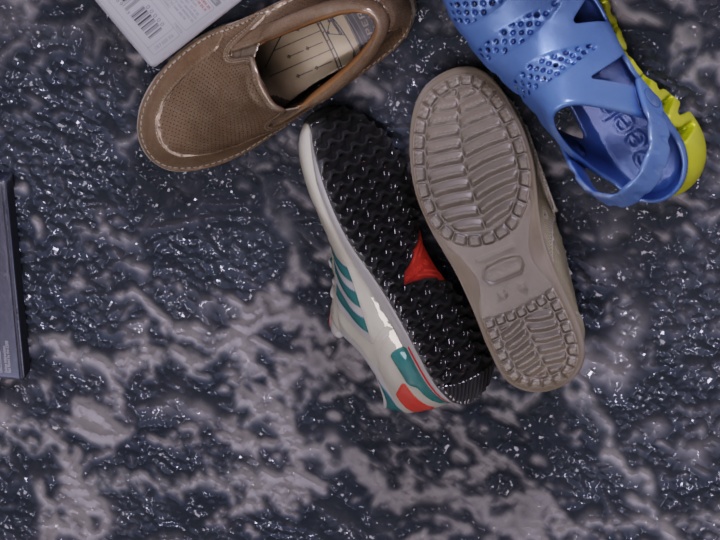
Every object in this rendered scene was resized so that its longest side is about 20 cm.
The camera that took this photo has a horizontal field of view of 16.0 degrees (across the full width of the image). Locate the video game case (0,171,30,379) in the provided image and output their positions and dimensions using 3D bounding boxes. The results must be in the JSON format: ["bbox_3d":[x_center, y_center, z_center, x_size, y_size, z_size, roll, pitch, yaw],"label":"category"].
[{"bbox_3d":[-0.318,-0.001,1.674,0.200,0.019,0.143,3,115,11],"label":"video game case"}]

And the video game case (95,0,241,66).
[{"bbox_3d":[-0.119,-0.247,1.507,0.182,0.022,0.200,-35,101,25],"label":"video game case"}]

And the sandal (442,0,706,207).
[{"bbox_3d":[0.123,-0.110,1.482,0.200,0.087,0.079,44,118,-7],"label":"sandal"}]

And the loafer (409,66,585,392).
[{"bbox_3d":[0.082,-0.025,1.544,0.076,0.068,0.200,-16,94,9],"label":"loafer"}]

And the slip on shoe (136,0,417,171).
[{"bbox_3d":[-0.056,-0.115,1.534,0.200,0.061,0.076,-25,107,22],"label":"slip on shoe"}]

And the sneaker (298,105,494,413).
[{"bbox_3d":[0.000,0.000,1.571,0.093,0.070,0.200,-23,97,49],"label":"sneaker"}]
